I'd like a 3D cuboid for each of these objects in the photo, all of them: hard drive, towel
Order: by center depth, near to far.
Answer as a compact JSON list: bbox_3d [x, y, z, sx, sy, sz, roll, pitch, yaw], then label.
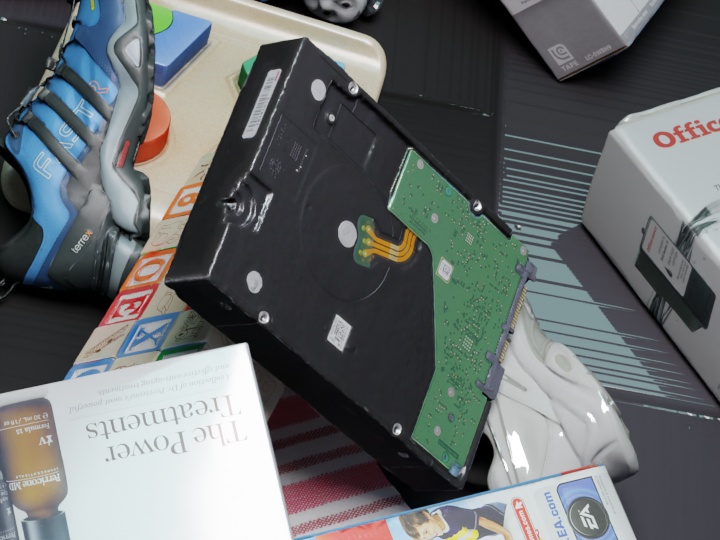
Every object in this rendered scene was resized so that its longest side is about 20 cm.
[{"bbox_3d":[0.000,0.000,1.407,0.200,0.038,0.140,40,59,-36],"label":"hard drive"},{"bbox_3d":[-0.040,0.145,1.437,0.146,0.030,0.200,-14,52,-26],"label":"towel"}]

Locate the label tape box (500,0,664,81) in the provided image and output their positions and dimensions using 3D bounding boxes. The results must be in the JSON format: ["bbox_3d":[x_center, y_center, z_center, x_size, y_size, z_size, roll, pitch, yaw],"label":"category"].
[{"bbox_3d":[0.112,-0.238,1.740,0.200,0.063,0.144,52,46,-14],"label":"label tape box"}]

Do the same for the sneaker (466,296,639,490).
[{"bbox_3d":[0.058,0.057,1.508,0.099,0.078,0.200,-32,40,-6],"label":"sneaker"}]

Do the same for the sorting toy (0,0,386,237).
[{"bbox_3d":[-0.089,-0.090,1.631,0.184,0.037,0.200,17,46,0],"label":"sorting toy"}]

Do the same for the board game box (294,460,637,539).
[{"bbox_3d":[0.060,0.208,1.356,0.195,0.056,0.201,-11,65,-24],"label":"board game box"}]

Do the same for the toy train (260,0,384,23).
[{"bbox_3d":[-0.006,-0.236,1.742,0.114,0.087,0.200,43,51,-25],"label":"toy train"}]

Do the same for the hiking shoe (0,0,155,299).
[{"bbox_3d":[-0.153,-0.085,1.539,0.086,0.074,0.201,2,75,-5],"label":"hiking shoe"}]

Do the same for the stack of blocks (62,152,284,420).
[{"bbox_3d":[-0.059,0.014,1.457,0.115,0.059,0.200,-11,34,35],"label":"stack of blocks"}]

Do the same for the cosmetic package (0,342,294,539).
[{"bbox_3d":[-0.131,0.128,1.304,0.199,0.052,0.151,-12,69,-6],"label":"cosmetic package"}]

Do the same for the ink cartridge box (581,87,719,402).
[{"bbox_3d":[0.238,-0.006,1.613,0.146,0.083,0.200,-17,55,-28],"label":"ink cartridge box"}]
